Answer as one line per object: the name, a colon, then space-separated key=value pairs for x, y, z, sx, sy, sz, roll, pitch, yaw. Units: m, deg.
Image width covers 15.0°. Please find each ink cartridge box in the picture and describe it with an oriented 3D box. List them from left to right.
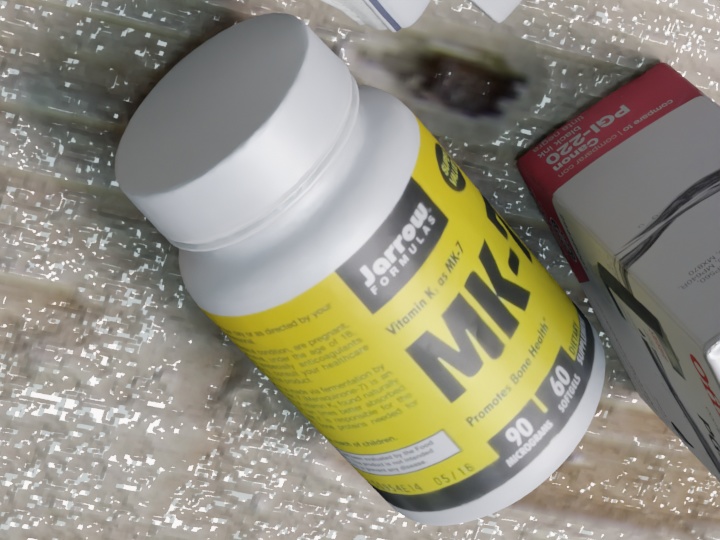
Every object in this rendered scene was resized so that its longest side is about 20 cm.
ink cartridge box: x=0.158 y=0.023 z=1.103 sx=0.085 sy=0.200 sz=0.146 roll=-33 pitch=120 yaw=-5

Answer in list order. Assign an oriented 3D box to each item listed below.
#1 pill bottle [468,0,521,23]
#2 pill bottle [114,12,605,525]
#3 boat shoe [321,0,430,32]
pill bottle: x=0.085 y=-0.196 z=1.031 sx=0.112 sy=0.112 sz=0.200 roll=36 pitch=97 yaw=-30
pill bottle: x=0.000 y=0.000 z=1.082 sx=0.114 sy=0.114 sz=0.200 roll=-42 pitch=121 yaw=0
boat shoe: x=-0.063 y=-0.141 z=1.022 sx=0.200 sy=0.071 sz=0.070 roll=36 pitch=96 yaw=-27
